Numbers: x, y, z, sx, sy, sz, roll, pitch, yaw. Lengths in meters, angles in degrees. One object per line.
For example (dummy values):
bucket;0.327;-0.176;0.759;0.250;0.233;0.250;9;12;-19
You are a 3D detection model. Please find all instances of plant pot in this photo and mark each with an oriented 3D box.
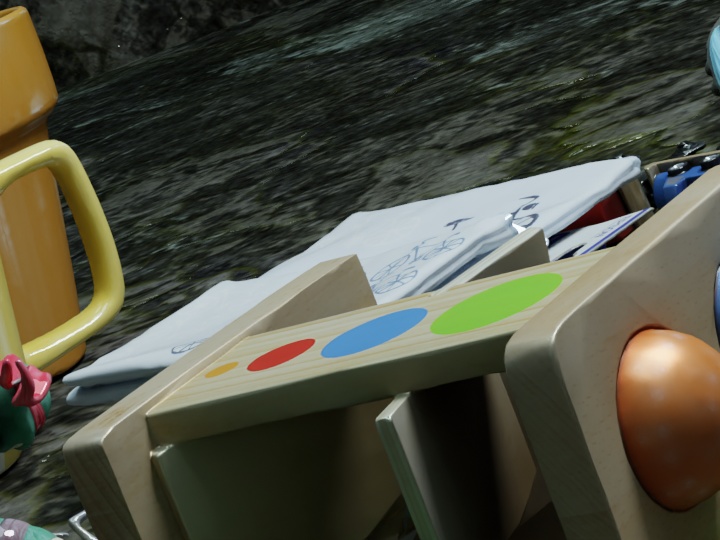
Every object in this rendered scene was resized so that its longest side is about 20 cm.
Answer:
plant pot;-0.235;-0.017;1.482;0.199;0.184;0.200;-21;9;4

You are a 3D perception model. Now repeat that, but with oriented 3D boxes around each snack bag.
snack bag;0.000;0.000;1.161;0.188;0.021;0.200;-12;14;47

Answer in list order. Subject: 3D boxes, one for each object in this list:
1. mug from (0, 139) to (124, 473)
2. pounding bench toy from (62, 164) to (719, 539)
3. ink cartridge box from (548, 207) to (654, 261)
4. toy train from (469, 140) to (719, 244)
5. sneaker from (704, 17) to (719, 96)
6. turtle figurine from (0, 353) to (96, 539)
mug;-0.205;0.025;1.290;0.186;0.154;0.149;-20;10;3
pounding bench toy;0.025;0.073;0.650;0.156;0.125;0.200;-14;13;35
ink cartridge box;0.025;0.024;1.150;0.200;0.039;0.099;-13;13;45
toy train;0.108;-0.029;1.267;0.200;0.034;0.046;-11;18;47
sneaker;0.166;-0.054;0.668;0.079;0.096;0.200;8;12;-38
turtle figurine;-0.172;0.093;1.051;0.200;0.101;0.150;-32;13;-22
